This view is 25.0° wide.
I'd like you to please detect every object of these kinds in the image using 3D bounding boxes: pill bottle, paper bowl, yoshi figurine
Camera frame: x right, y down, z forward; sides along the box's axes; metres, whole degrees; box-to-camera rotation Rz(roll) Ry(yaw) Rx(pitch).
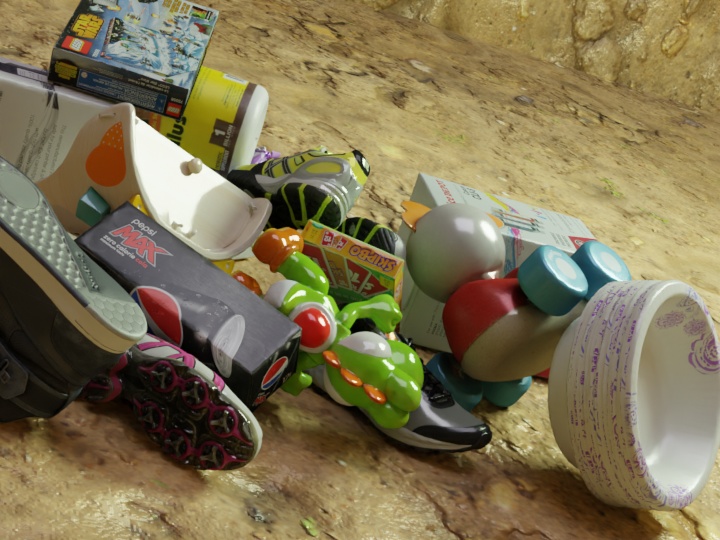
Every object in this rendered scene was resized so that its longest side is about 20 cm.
[{"bbox_3d":[-0.203,-0.169,1.697,0.198,0.110,0.109,18,17,-1],"label":"pill bottle"},{"bbox_3d":[0.240,0.109,1.444,0.104,0.203,0.200,-1,3,37],"label":"paper bowl"},{"bbox_3d":[-0.021,0.059,1.384,0.200,0.113,0.112,43,51,18],"label":"yoshi figurine"}]

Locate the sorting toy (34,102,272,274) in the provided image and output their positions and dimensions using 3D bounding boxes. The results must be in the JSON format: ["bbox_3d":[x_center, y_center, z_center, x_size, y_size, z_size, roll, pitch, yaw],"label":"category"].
[{"bbox_3d":[-0.216,-0.050,1.502,0.179,0.108,0.200,-8,-29,37],"label":"sorting toy"}]

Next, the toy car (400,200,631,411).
[{"bbox_3d":[0.115,0.002,1.533,0.176,0.185,0.201,-6,55,-54],"label":"toy car"}]

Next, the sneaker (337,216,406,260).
[{"bbox_3d":[0.000,0.000,1.578,0.076,0.076,0.200,16,-16,-23],"label":"sneaker"}]

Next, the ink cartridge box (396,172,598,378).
[{"bbox_3d":[0.138,0.007,1.712,0.198,0.146,0.146,14,19,-14],"label":"ink cartridge box"}]

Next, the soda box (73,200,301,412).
[{"bbox_3d":[-0.146,0.031,1.342,0.199,0.064,0.071,34,52,19],"label":"soda box"}]

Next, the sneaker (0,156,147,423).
[{"bbox_3d":[-0.272,0.018,1.205,0.203,0.146,0.077,49,26,5],"label":"sneaker"}]

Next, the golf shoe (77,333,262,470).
[{"bbox_3d":[-0.147,0.090,1.277,0.199,0.073,0.092,29,18,27],"label":"golf shoe"}]

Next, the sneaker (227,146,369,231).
[{"bbox_3d":[-0.059,-0.080,1.586,0.199,0.076,0.076,11,-41,54],"label":"sneaker"}]

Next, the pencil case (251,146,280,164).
[{"bbox_3d":[-0.192,-0.133,1.870,0.198,0.086,0.084,23,16,12],"label":"pencil case"}]

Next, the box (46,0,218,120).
[{"bbox_3d":[-0.225,-0.228,1.632,0.136,0.040,0.201,17,31,-5],"label":"box"}]

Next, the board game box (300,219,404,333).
[{"bbox_3d":[-0.009,0.030,1.506,0.095,0.030,0.200,23,-25,12],"label":"board game box"}]

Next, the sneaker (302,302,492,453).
[{"bbox_3d":[0.033,0.098,1.438,0.199,0.080,0.074,31,19,27],"label":"sneaker"}]

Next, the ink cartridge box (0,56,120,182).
[{"bbox_3d":[-0.334,-0.122,1.582,0.198,0.146,0.083,15,17,-15],"label":"ink cartridge box"}]

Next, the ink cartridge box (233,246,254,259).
[{"bbox_3d":[-0.208,-0.080,1.724,0.199,0.068,0.116,29,20,28],"label":"ink cartridge box"}]
